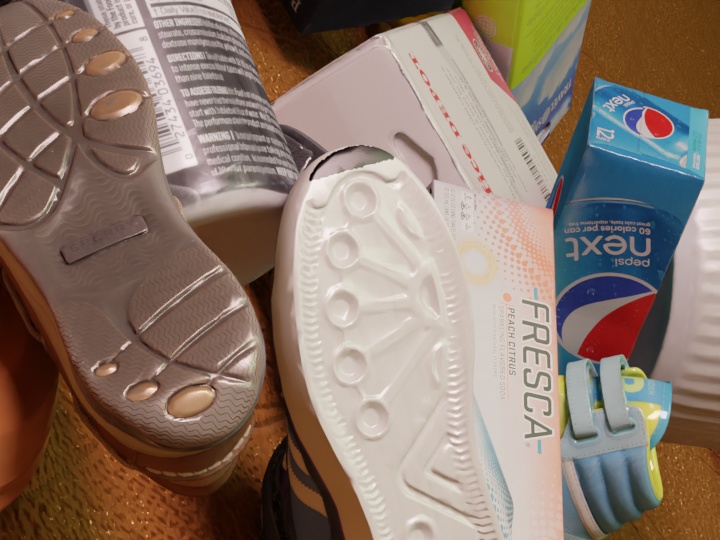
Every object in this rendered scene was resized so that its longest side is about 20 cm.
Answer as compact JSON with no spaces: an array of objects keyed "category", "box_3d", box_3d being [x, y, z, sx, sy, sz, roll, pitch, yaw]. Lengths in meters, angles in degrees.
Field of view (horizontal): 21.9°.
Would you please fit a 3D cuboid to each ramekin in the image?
[{"category":"ramekin","box_3d":[0.189,0.006,1.073,0.104,0.201,0.201,4,48,-19]}]

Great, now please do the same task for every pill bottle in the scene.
[{"category":"pill bottle","box_3d":[-0.101,-0.089,0.742,0.106,0.106,0.201,16,47,-62]}]

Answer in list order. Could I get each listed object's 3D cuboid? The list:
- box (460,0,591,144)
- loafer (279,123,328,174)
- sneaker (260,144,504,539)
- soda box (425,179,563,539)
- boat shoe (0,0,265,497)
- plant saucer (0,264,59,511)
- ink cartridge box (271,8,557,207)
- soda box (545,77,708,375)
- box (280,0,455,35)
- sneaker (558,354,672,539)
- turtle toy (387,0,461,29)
[{"category":"box","box_3d":[0.109,-0.156,1.230,0.047,0.201,0.122,28,53,18]},{"category":"loafer","box_3d":[0.000,0.000,0.853,0.063,0.072,0.200,50,-2,-43]},{"category":"sneaker","box_3d":[-0.012,0.058,0.738,0.146,0.080,0.202,-9,-84,65]},{"category":"soda box","box_3d":[0.049,0.063,0.855,0.068,0.064,0.202,12,60,-21]},{"category":"boat shoe","box_3d":[-0.091,-0.008,0.623,0.072,0.075,0.201,89,-21,-54]},{"category":"plant saucer","box_3d":[-0.160,-0.011,0.596,0.200,0.037,0.201,50,22,-28]},{"category":"ink cartridge box","box_3d":[0.041,-0.064,1.081,0.146,0.084,0.200,60,18,-2]},{"category":"soda box","box_3d":[0.121,0.004,0.986,0.064,0.201,0.068,16,37,-1]},{"category":"box","box_3d":[0.004,-0.277,1.048,0.123,0.197,0.201,-16,66,-33]},{"category":"sneaker","box_3d":[0.082,0.057,0.949,0.201,0.130,0.080,53,22,-16]},{"category":"turtle toy","box_3d":[0.019,-0.251,1.230,0.200,0.146,0.101,39,1,-11]}]
